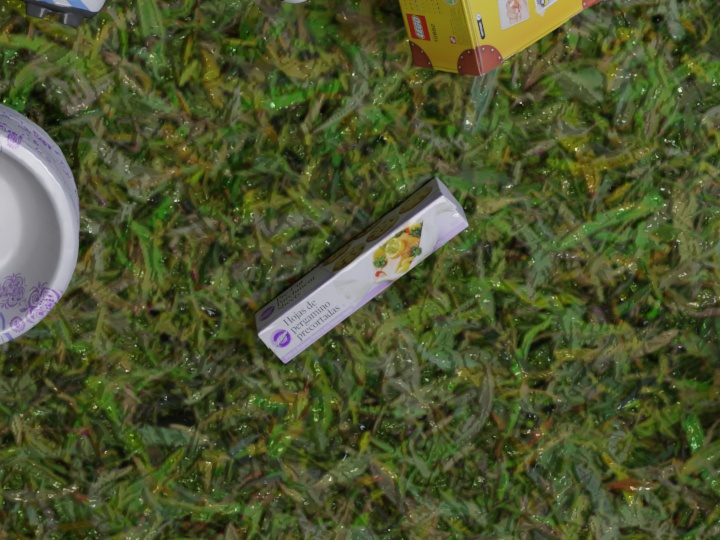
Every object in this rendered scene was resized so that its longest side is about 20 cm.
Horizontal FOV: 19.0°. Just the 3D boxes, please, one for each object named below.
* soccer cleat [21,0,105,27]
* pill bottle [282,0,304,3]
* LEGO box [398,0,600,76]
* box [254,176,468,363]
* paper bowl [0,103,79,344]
[{"bbox_3d":[-0.288,-0.248,1.640,0.200,0.070,0.086,12,98,-15],"label":"soccer cleat"},{"bbox_3d":[-0.088,-0.269,1.622,0.200,0.112,0.113,12,114,-13],"label":"pill bottle"},{"bbox_3d":[0.093,-0.269,1.624,0.149,0.077,0.200,-34,122,-34],"label":"LEGO box"},{"bbox_3d":[0.000,0.000,1.803,0.200,0.041,0.039,-37,114,12],"label":"box"},{"bbox_3d":[-0.324,-0.044,1.705,0.200,0.104,0.201,-3,116,-5],"label":"paper bowl"}]
